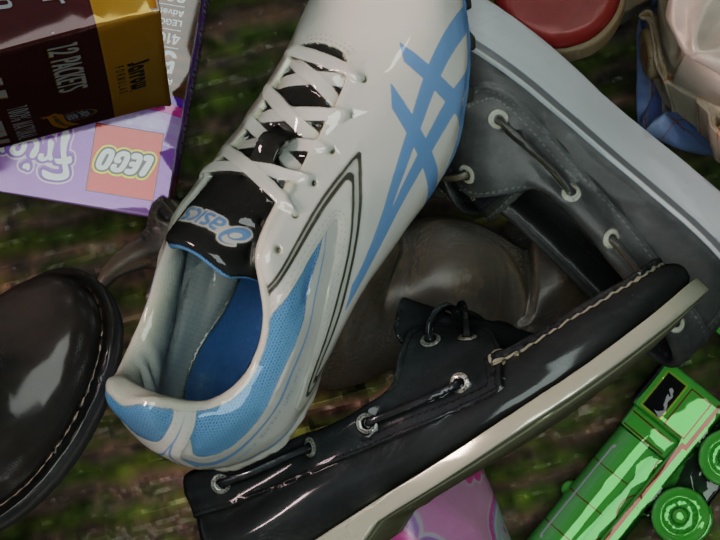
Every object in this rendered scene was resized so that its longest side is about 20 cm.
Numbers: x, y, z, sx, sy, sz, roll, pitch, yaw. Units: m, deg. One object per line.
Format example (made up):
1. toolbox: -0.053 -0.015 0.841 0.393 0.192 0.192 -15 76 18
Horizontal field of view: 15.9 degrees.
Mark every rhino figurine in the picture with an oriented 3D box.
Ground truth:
1. rhino figurine: 0.000 0.000 0.968 0.200 0.060 0.088 -4 91 -12

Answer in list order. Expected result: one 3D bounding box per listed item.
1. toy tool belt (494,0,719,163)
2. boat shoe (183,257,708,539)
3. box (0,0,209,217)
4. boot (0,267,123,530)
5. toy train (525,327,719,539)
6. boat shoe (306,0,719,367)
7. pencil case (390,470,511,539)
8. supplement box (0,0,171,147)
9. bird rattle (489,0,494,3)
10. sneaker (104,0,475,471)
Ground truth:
1. toy tool belt: 0.149 -0.086 0.958 0.200 0.123 0.125 2 80 4
2. boat shoe: 0.024 0.043 0.893 0.199 0.075 0.066 -35 81 11
3. box: -0.159 -0.102 0.982 0.200 0.039 0.137 9 91 -2
4. boot: -0.180 0.038 0.807 0.200 0.174 0.069 -40 55 -7
5. toy train: 0.123 0.070 0.993 0.056 0.042 0.200 40 92 12
6. boat shoe: 0.056 -0.042 0.920 0.200 0.069 0.057 36 73 -6
7. pencil case: 0.028 0.148 0.958 0.087 0.087 0.200 -22 80 -1
8. supplement box: -0.187 -0.137 0.887 0.200 0.133 0.197 -16 81 -5
9. bird rattle: 0.043 -0.189 0.931 0.113 0.163 0.200 27 95 -8
10. sneaker: -0.022 -0.028 0.858 0.072 0.072 0.200 22 87 31
